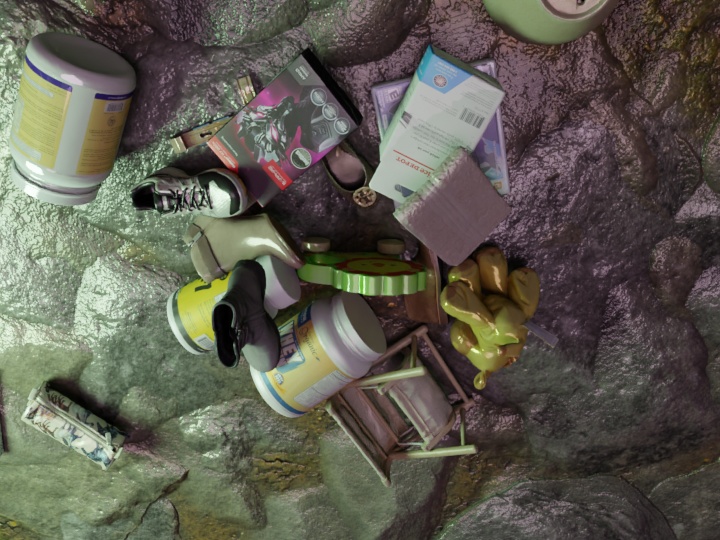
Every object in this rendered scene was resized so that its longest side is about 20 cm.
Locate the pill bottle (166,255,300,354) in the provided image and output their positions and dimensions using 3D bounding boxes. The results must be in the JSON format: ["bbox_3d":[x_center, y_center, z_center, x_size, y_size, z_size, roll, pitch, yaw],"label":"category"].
[{"bbox_3d":[-0.202,0.046,1.108,0.197,0.115,0.115,-26,114,14],"label":"pill bottle"}]

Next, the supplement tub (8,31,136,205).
[{"bbox_3d":[-0.409,-0.210,0.964,0.143,0.146,0.202,23,116,-10],"label":"supplement tub"}]

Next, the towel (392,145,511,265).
[{"bbox_3d":[0.135,-0.086,0.974,0.133,0.035,0.199,-46,145,7],"label":"towel"}]

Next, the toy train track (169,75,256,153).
[{"bbox_3d":[-0.194,-0.214,1.019,0.196,0.033,0.116,-16,116,11],"label":"toy train track"}]

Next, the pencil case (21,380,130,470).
[{"bbox_3d":[-0.527,0.286,1.262,0.199,0.079,0.089,39,138,-17],"label":"pencil case"}]

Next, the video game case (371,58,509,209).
[{"bbox_3d":[0.122,-0.193,1.017,0.178,0.023,0.204,-10,116,7],"label":"video game case"}]

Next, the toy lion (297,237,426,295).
[{"bbox_3d":[0.000,0.000,1.029,0.195,0.192,0.070,2,103,1],"label":"toy lion"}]

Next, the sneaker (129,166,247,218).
[{"bbox_3d":[-0.255,-0.103,1.004,0.197,0.087,0.077,5,117,32],"label":"sneaker"}]

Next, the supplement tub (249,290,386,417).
[{"bbox_3d":[-0.069,0.135,1.133,0.199,0.145,0.145,-35,112,18],"label":"supplement tub"}]

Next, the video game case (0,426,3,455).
[{"bbox_3d":[-0.774,0.260,1.290,0.178,0.023,0.204,9,118,-3],"label":"video game case"}]

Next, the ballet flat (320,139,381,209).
[{"bbox_3d":[-0.033,-0.171,1.027,0.067,0.047,0.202,-27,113,14],"label":"ballet flat"}]

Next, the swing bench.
[{"bbox_3d":[0.074,0.238,1.196,0.197,0.131,0.200,-25,115,20],"label":"swing bench"}]

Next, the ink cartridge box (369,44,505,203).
[{"bbox_3d":[0.100,-0.191,0.958,0.114,0.068,0.202,23,116,-12],"label":"ink cartridge box"}]

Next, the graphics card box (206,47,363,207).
[{"bbox_3d":[-0.108,-0.197,0.967,0.198,0.051,0.126,-34,107,23],"label":"graphics card box"}]

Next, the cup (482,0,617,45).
[{"bbox_3d":[0.253,-0.376,0.858,0.195,0.144,0.204,1,118,2],"label":"cup"}]

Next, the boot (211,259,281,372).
[{"bbox_3d":[-0.172,0.099,0.991,0.068,0.133,0.203,-2,123,12],"label":"boot"}]

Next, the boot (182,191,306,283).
[{"bbox_3d":[-0.184,-0.034,1.042,0.146,0.201,0.070,-40,147,3],"label":"boot"}]

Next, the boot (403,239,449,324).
[{"bbox_3d":[0.099,0.005,1.103,0.074,0.074,0.203,-1,124,14],"label":"boot"}]

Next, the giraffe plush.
[{"bbox_3d":[0.208,0.091,1.099,0.171,0.201,0.163,-28,154,-27],"label":"giraffe plush"}]
